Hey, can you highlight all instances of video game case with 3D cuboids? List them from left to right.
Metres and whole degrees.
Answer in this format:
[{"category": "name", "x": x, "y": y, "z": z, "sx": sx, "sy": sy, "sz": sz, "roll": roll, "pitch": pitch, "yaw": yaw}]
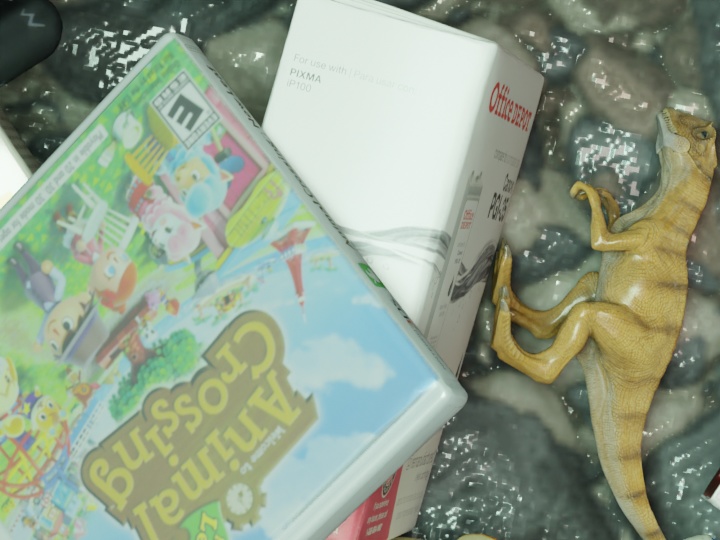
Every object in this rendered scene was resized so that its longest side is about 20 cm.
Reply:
[{"category": "video game case", "x": -0.083, "y": 0.045, "z": 1.063, "sx": 0.200, "sy": 0.022, "sz": 0.182, "roll": -44, "pitch": 68, "yaw": 15}]

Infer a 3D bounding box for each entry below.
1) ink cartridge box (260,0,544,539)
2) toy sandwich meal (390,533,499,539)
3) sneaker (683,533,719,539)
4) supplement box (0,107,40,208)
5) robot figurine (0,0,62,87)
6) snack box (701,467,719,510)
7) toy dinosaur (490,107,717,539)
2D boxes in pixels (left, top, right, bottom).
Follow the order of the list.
[{"category": "ink cartridge box", "x": 0.000, "y": 0.000, "z": 1.127, "sx": 0.082, "sy": 0.146, "sz": 0.201, "roll": 17, "pitch": 92, "yaw": 11}, {"category": "toy sandwich meal", "x": 0.002, "y": 0.191, "z": 1.145, "sx": 0.205, "sy": 0.205, "sz": 0.070, "roll": -44, "pitch": 129, "yaw": 1}, {"category": "sneaker", "x": 0.204, "y": 0.188, "z": 1.176, "sx": 0.111, "sy": 0.077, "sz": 0.201, "roll": -20, "pitch": 97, "yaw": 6}, {"category": "supplement box", "x": -0.173, "y": 0.007, "z": 1.166, "sx": 0.126, "sy": 0.074, "sz": 0.201, "roll": -33, "pitch": 92, "yaw": 1}, {"category": "robot figurine", "x": -0.184, "y": -0.143, "z": 1.058, "sx": 0.124, "sy": 0.200, "sz": 0.151, "roll": 12, "pitch": 116, "yaw": 26}, {"category": "snack box", "x": 0.229, "y": 0.034, "z": 1.199, "sx": 0.072, "sy": 0.024, "sz": 0.200, "roll": 35, "pitch": 91, "yaw": -3}, {"category": "toy dinosaur", "x": 0.105, "y": 0.031, "z": 1.180, "sx": 0.106, "sy": 0.060, "sz": 0.201, "roll": 9, "pitch": 92, "yaw": -3}]
